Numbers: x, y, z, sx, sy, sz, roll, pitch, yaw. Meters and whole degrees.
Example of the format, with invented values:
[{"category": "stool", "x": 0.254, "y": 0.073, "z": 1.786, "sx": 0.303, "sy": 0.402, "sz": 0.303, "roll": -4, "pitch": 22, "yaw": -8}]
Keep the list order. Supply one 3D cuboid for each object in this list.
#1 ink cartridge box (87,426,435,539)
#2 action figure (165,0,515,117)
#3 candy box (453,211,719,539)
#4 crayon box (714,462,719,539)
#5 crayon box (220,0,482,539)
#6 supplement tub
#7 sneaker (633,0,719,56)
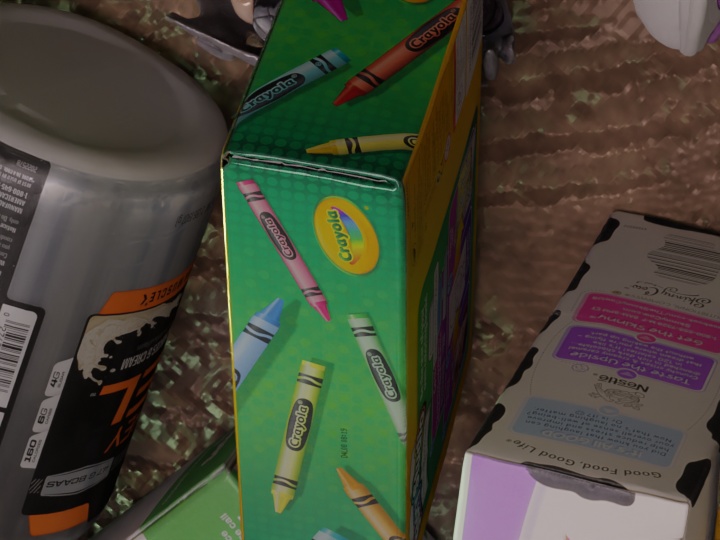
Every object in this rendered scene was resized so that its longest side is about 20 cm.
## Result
[{"category": "ink cartridge box", "x": -0.059, "y": 0.160, "z": 1.085, "sx": 0.200, "sy": 0.084, "sz": 0.146, "roll": -37, "pitch": 97, "yaw": 28}, {"category": "action figure", "x": -0.003, "y": -0.121, "z": 0.958, "sx": 0.129, "sy": 0.070, "sz": 0.201, "roll": 13, "pitch": 121, "yaw": -2}, {"category": "candy box", "x": 0.082, "y": 0.097, "z": 0.946, "sx": 0.071, "sy": 0.200, "sz": 0.169, "roll": 13, "pitch": 115, "yaw": 13}, {"category": "crayon box", "x": 0.146, "y": 0.089, "z": 0.935, "sx": 0.051, "sy": 0.126, "sz": 0.201, "roll": 11, "pitch": 131, "yaw": 15}, {"category": "crayon box", "x": 0.000, "y": 0.000, "z": 0.942, "sx": 0.058, "sy": 0.119, "sz": 0.201, "roll": 9, "pitch": 136, "yaw": 9}, {"category": "supplement tub", "x": -0.130, "y": 0.017, "z": 1.028, "sx": 0.122, "sy": 0.123, "sz": 0.201, "roll": 26, "pitch": 118, "yaw": 7}, {"category": "sneaker", "x": 0.087, "y": -0.152, "z": 0.894, "sx": 0.099, "sy": 0.075, "sz": 0.201, "roll": 21, "pitch": 147, "yaw": 26}]
